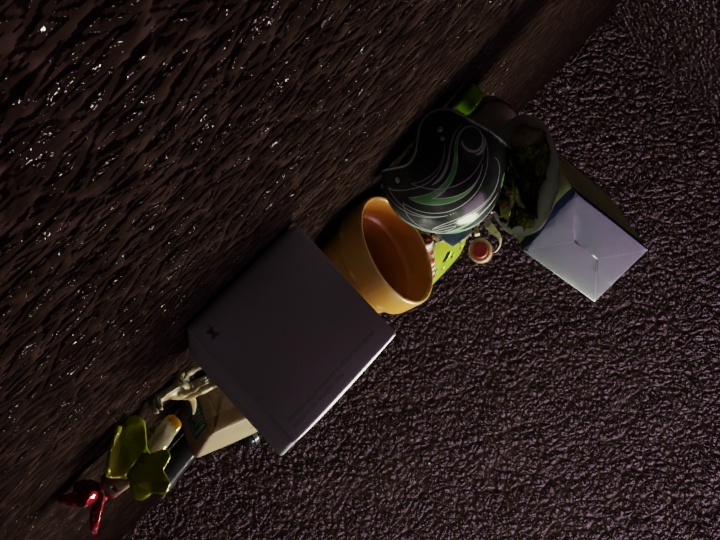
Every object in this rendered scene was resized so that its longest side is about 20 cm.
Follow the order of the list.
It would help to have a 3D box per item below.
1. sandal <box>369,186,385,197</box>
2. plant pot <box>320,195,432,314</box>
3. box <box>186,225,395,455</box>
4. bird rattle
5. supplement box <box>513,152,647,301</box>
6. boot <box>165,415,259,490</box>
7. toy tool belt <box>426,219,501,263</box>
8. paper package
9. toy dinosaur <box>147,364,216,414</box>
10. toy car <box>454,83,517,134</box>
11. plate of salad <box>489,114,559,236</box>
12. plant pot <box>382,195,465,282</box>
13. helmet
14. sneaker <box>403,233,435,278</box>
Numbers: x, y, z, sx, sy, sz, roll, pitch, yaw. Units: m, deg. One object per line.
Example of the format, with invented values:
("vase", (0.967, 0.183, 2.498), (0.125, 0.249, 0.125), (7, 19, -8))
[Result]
("sandal", (0.014, -0.097, 1.555), (0.201, 0.045, 0.075), (-49, 176, 26))
("plant pot", (0.000, 0.000, 1.471), (0.181, 0.203, 0.200), (-29, -174, 32))
("box", (-0.096, 0.096, 1.095), (0.199, 0.200, 0.172), (-43, 174, -20))
("bird rattle", (-0.329, 0.288, 1.195), (0.200, 0.112, 0.163), (-47, -177, 36))
("supplement box", (0.373, -0.092, 1.489), (0.135, 0.198, 0.202), (-47, -151, 23))
("boot", (-0.319, 0.352, 1.626), (0.200, 0.163, 0.066), (-44, 157, -27))
("toy tool belt", (0.174, -0.099, 1.533), (0.124, 0.202, 0.123), (-37, 172, 11))
("paper package", (-0.230, 0.247, 1.530), (0.187, 0.105, 0.200), (-21, 165, -28))
("toy dinosaur", (-0.270, 0.181, 1.276), (0.100, 0.059, 0.200), (-32, 169, 3))
("toy car", (0.234, -0.267, 1.566), (0.158, 0.163, 0.201), (-47, -171, 26))
("plate of salad", (0.264, -0.160, 1.399), (0.047, 0.204, 0.201), (-3, 153, -28))
("plant pot", (0.111, -0.088, 1.698), (0.200, 0.198, 0.182), (-43, 169, -31))
("helmet", (0.138, -0.156, 1.382), (0.194, 0.197, 0.200), (-63, 176, 3))
("sneaker", (0.054, -0.007, 1.597), (0.196, 0.118, 0.078), (4, -156, 34))
